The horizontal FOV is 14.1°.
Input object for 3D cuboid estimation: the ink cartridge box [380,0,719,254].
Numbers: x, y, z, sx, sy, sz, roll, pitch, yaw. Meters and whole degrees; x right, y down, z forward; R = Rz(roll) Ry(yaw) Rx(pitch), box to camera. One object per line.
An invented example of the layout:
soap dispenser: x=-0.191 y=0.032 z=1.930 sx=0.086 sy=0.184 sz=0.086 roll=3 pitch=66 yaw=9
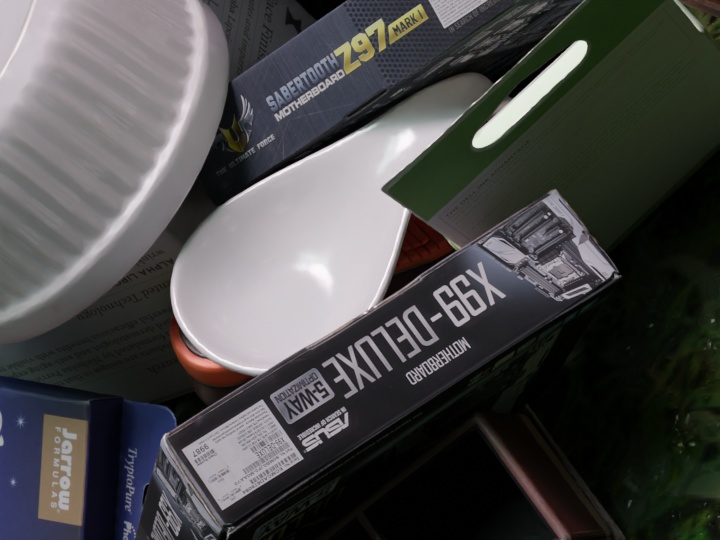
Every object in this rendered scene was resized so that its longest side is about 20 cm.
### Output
ink cartridge box: x=0.086 y=-0.067 z=1.262 sx=0.146 sy=0.200 sz=0.048 roll=-43 pitch=61 yaw=7

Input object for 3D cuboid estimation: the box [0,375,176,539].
box: x=-0.178 y=0.113 z=1.426 sx=0.200 sy=0.032 sz=0.121 roll=7 pitch=96 yaw=34

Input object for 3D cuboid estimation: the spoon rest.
spoon rest: x=-0.001 y=-0.027 z=1.331 sx=0.200 sy=0.061 sz=0.099 roll=-40 pitch=59 yaw=-20

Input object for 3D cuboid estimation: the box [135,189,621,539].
box: x=0.003 y=0.060 z=1.223 sx=0.200 sy=0.158 sz=0.050 roll=-32 pitch=77 yaw=-18

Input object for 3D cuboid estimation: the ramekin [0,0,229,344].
ramekin: x=-0.169 y=-0.075 z=1.368 sx=0.200 sy=0.105 sz=0.200 roll=-30 pitch=41 yaw=30

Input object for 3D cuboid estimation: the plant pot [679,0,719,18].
plant pot: x=0.211 y=-0.245 z=1.312 sx=0.200 sy=0.200 sz=0.198 roll=-13 pitch=42 yaw=37

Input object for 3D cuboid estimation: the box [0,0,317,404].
box: x=-0.126 y=-0.043 z=1.501 sx=0.200 sy=0.131 sz=0.199 roll=-20 pitch=46 yaw=32

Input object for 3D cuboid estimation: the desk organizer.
desk organizer: x=0.004 y=0.144 z=1.224 sx=0.200 sy=0.077 sz=0.072 roll=-39 pitch=76 yaw=12

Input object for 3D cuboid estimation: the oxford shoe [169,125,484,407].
oxford shoe: x=0.000 y=0.000 z=1.395 sx=0.200 sy=0.073 sz=0.071 roll=-31 pitch=55 yaw=-10

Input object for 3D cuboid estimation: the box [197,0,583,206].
box: x=0.028 y=-0.108 z=1.382 sx=0.200 sy=0.158 sz=0.051 roll=-32 pitch=84 yaw=31
